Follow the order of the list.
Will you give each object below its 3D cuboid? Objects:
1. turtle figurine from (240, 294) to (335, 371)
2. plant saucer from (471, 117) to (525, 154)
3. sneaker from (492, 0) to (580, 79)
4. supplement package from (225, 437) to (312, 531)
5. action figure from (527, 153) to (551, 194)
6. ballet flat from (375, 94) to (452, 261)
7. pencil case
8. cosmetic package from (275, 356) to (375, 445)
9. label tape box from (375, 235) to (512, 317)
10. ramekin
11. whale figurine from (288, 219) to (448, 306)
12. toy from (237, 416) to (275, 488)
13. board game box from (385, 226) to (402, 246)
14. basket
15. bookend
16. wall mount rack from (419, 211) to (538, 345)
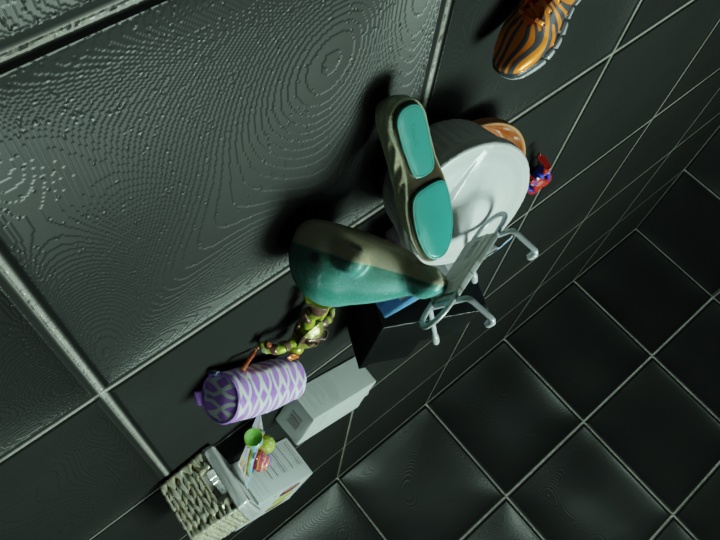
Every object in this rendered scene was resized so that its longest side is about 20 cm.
[{"bbox_3d":[-0.087,0.090,1.038,0.200,0.064,0.162,-23,153,-44],"label":"turtle figurine"},{"bbox_3d":[0.159,-0.141,1.008,0.200,0.032,0.201,-21,141,-18],"label":"plant saucer"},{"bbox_3d":[0.205,-0.319,0.749,0.200,0.077,0.112,-57,155,8],"label":"sneaker"},{"bbox_3d":[-0.226,0.487,1.542,0.114,0.110,0.200,-51,159,25],"label":"supplement package"},{"bbox_3d":[0.348,-0.189,1.329,0.065,0.052,0.200,-40,167,10],"label":"action figure"},{"bbox_3d":[0.062,-0.108,0.779,0.067,0.062,0.201,-25,117,-23],"label":"ballet flat"},{"bbox_3d":[-0.169,0.189,1.069,0.085,0.084,0.200,-12,174,29],"label":"pencil case"},{"bbox_3d":[-0.072,0.280,1.453,0.200,0.081,0.113,-24,154,-46],"label":"cosmetic package"},{"bbox_3d":[0.126,-0.011,1.066,0.200,0.066,0.143,-29,173,-30],"label":"label tape box"},{"bbox_3d":[0.121,-0.112,0.906,0.202,0.094,0.203,-22,141,-19],"label":"ramekin"},{"bbox_3d":[0.005,0.006,0.828,0.159,0.199,0.104,2,107,-78],"label":"whale figurine"},{"bbox_3d":[-0.202,0.368,1.353,0.200,0.047,0.116,91,15,-59],"label":"toy"},{"bbox_3d":[0.132,-0.069,1.165,0.200,0.043,0.199,-38,159,-11],"label":"board game box"},{"bbox_3d":[-0.286,0.441,1.290,0.123,0.136,0.200,-35,160,-15],"label":"basket"},{"bbox_3d":[0.097,0.087,1.221,0.199,0.092,0.199,-9,155,-17],"label":"bookend"},{"bbox_3d":[0.144,0.022,0.891,0.200,0.075,0.174,-53,-170,-22],"label":"wall mount rack"}]
